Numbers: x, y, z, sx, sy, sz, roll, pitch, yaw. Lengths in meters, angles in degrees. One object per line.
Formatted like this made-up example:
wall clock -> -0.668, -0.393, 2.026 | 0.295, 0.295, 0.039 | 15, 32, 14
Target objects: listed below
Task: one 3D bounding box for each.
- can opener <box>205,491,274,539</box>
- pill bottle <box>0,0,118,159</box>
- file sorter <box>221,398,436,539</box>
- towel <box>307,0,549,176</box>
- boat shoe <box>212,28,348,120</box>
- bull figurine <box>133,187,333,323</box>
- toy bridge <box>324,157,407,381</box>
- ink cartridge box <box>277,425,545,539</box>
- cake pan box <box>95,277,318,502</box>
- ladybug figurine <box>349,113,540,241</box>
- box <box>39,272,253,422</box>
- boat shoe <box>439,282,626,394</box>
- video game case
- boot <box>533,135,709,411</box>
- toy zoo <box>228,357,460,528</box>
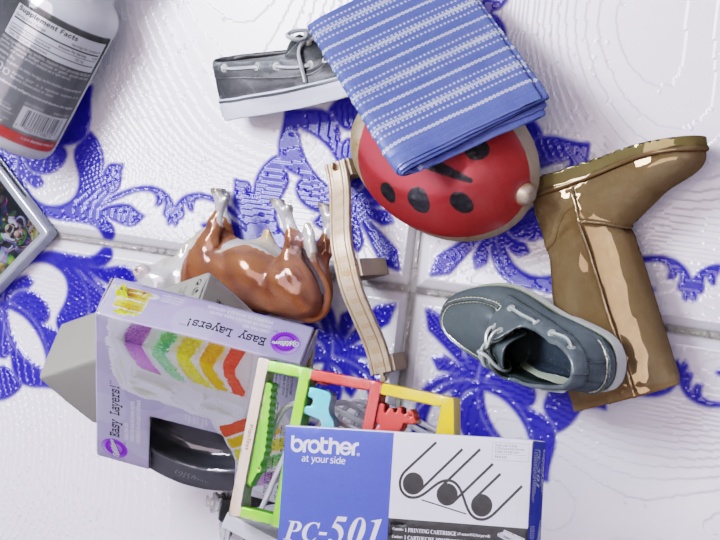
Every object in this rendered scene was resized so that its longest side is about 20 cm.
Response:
can opener -> -0.103, 0.155, 1.740 | 0.066, 0.053, 0.201 | 4, 95, -12
pill bottle -> -0.296, -0.216, 1.772 | 0.116, 0.116, 0.201 | 34, 103, 18
file sorter -> 0.003, 0.186, 1.611 | 0.138, 0.200, 0.125 | 26, 96, 20
towel -> 0.056, -0.172, 1.606 | 0.144, 0.024, 0.200 | -25, 53, -6
boat shoe -> -0.042, -0.185, 1.689 | 0.198, 0.074, 0.068 | -8, 102, 32
bull figurine -> -0.110, -0.010, 1.724 | 0.199, 0.065, 0.122 | 8, 94, 22
toy bridge -> 0.000, 0.000, 1.678 | 0.027, 0.067, 0.201 | -14, 85, 22
ink cartridge box -> 0.039, 0.171, 1.449 | 0.199, 0.044, 0.095 | 2, 84, 19
cake pan box -> -0.137, 0.108, 1.636 | 0.183, 0.052, 0.201 | 16, 136, 7
ladybug figurine -> 0.065, -0.097, 1.624 | 0.199, 0.072, 0.137 | 21, 102, 37
box -> -0.190, 0.072, 1.717 | 0.199, 0.082, 0.069 | -17, 42, 36
boat shoe -> 0.131, 0.058, 1.596 | 0.199, 0.062, 0.073 | 20, 111, 45
video game case -> -0.417, -0.038, 1.877 | 0.200, 0.023, 0.182 | -43, 75, 17
boot -> 0.233, 0.001, 1.585 | 0.174, 0.066, 0.201 | -18, 83, 34
toy zoo -> 0.001, 0.151, 1.498 | 0.199, 0.020, 0.132 | 10, 89, 19
